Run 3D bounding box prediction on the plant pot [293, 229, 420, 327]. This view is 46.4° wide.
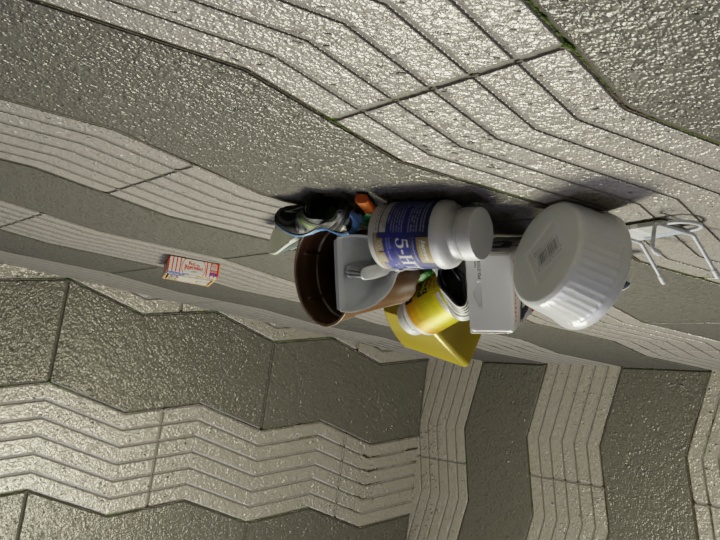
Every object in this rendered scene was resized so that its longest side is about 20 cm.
[{"bbox_3d":[0.000,0.000,1.684,0.197,0.203,0.199,-6,-179,-38],"label":"plant pot"}]

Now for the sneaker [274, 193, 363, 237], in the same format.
[{"bbox_3d":[-0.085,-0.109,1.566,0.198,0.071,0.083,3,146,40],"label":"sneaker"}]

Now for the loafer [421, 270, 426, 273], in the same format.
[{"bbox_3d":[0.127,-0.039,1.738,0.068,0.077,0.199,18,157,-37],"label":"loafer"}]

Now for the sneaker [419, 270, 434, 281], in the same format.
[{"bbox_3d":[0.183,0.023,1.808,0.198,0.085,0.074,9,165,41],"label":"sneaker"}]

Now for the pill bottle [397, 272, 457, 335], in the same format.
[{"bbox_3d":[0.162,0.063,1.721,0.108,0.111,0.200,14,149,-30],"label":"pill bottle"}]

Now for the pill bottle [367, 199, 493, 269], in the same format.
[{"bbox_3d":[0.123,-0.063,1.462,0.198,0.121,0.119,0,167,36],"label":"pill bottle"}]

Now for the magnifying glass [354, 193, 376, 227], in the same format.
[{"bbox_3d":[0.024,-0.107,1.578,0.079,0.023,0.200,6,169,15],"label":"magnifying glass"}]

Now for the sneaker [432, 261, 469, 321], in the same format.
[{"bbox_3d":[0.165,-0.015,1.548,0.075,0.202,0.115,-21,158,4],"label":"sneaker"}]

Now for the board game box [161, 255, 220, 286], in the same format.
[{"bbox_3d":[-0.511,0.004,2.518,0.150,0.047,0.200,11,169,-17],"label":"board game box"}]

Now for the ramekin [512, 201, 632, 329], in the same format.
[{"bbox_3d":[0.336,-0.014,1.366,0.097,0.203,0.200,20,166,-22],"label":"ramekin"}]

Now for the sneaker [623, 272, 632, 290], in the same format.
[{"bbox_3d":[0.487,0.017,1.722,0.129,0.081,0.198,16,167,-42],"label":"sneaker"}]

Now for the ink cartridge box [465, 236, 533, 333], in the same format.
[{"bbox_3d":[0.263,0.023,1.554,0.083,0.147,0.200,-1,-170,24],"label":"ink cartridge box"}]

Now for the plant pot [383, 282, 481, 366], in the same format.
[{"bbox_3d":[0.170,0.080,1.957,0.199,0.202,0.176,16,166,39],"label":"plant pot"}]

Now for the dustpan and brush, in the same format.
[{"bbox_3d":[0.042,-0.004,1.557,0.057,0.142,0.199,6,-168,43],"label":"dustpan and brush"}]

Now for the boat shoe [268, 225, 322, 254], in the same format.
[{"bbox_3d":[-0.137,-0.069,1.769,0.061,0.074,0.199,17,162,-26],"label":"boat shoe"}]

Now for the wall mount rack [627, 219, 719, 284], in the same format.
[{"bbox_3d":[0.514,-0.033,1.442,0.172,0.076,0.199,14,169,-28],"label":"wall mount rack"}]
